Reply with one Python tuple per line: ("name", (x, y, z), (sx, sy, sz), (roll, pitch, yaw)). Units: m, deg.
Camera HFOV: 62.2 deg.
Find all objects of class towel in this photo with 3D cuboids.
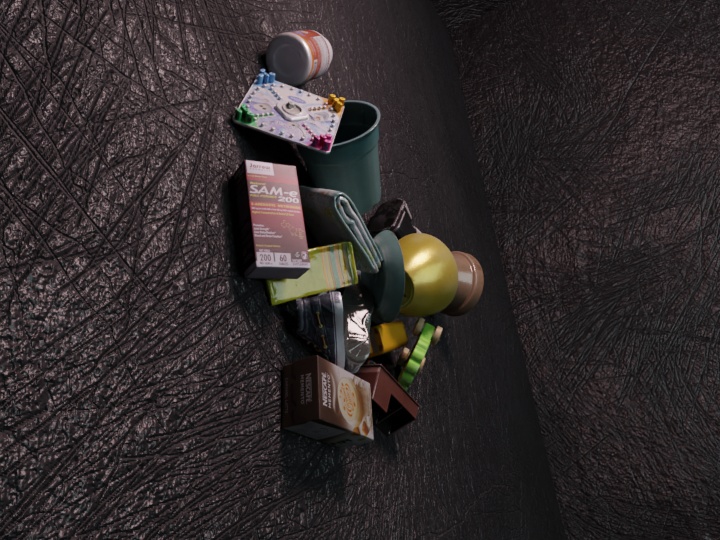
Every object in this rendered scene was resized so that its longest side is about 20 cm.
("towel", (-0.091, 0.002, 1.132), (0.197, 0.018, 0.088), (-14, 91, -35))
("towel", (-0.051, -0.085, 1.247), (0.048, 0.170, 0.202), (-44, 123, -24))

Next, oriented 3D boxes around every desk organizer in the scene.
("desk organizer", (0.053, 0.288, 1.308), (0.200, 0.071, 0.078), (51, 45, -41))

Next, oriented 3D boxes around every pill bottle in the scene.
("pill bottle", (-0.135, -0.500, 1.393), (0.114, 0.110, 0.200), (65, 24, -16))

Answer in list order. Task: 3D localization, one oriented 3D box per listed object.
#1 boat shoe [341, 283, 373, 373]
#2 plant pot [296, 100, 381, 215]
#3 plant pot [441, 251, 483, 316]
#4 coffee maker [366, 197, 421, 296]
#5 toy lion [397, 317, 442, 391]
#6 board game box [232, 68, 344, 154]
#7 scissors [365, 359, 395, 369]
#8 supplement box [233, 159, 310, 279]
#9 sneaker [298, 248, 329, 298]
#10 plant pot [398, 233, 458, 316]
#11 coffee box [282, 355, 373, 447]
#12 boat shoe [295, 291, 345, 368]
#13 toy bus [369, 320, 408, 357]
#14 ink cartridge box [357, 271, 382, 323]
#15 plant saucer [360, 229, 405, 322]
("boat shoe", (-0.012, 0.116, 1.260), (0.065, 0.073, 0.205), (112, -18, -48))
("plant pot", (-0.038, -0.238, 1.319), (0.202, 0.196, 0.198), (-80, 162, -47))
("plant pot", (0.251, 0.027, 1.827), (0.173, 0.199, 0.204), (17, 57, -42))
("coffee maker", (0.113, -0.062, 1.605), (0.200, 0.133, 0.194), (49, 26, -36))
("toy lion", (0.122, 0.223, 1.421), (0.193, 0.068, 0.202), (-58, 172, -45))
("board game box", (-0.137, -0.328, 1.209), (0.196, 0.026, 0.202), (18, 42, -6))
("scissors", (0.051, 0.227, 1.419), (0.073, 0.014, 0.200), (40, 10, 4))
("supplement box", (-0.159, -0.090, 1.069), (0.107, 0.061, 0.204), (1, 69, -33))
("sneaker", (-0.086, 0.025, 1.212), (0.199, 0.069, 0.095), (29, 60, -56))
("plant pot", (0.114, 0.025, 1.402), (0.141, 0.197, 0.204), (-23, 95, -56))
("coffee box", (-0.056, 0.246, 1.095), (0.200, 0.078, 0.116), (39, 40, -52))
("boat shoe", (-0.078, 0.125, 1.155), (0.071, 0.089, 0.203), (-102, -172, -52))
("toy bus", (0.037, 0.160, 1.364), (0.199, 0.077, 0.066), (0, 74, -66))
("ink cartridge box", (0.000, 0.000, 1.438), (0.200, 0.040, 0.203), (43, 37, -48))
("plant saucer", (0.041, 0.013, 1.305), (0.035, 0.200, 0.204), (-1, 69, -21))
